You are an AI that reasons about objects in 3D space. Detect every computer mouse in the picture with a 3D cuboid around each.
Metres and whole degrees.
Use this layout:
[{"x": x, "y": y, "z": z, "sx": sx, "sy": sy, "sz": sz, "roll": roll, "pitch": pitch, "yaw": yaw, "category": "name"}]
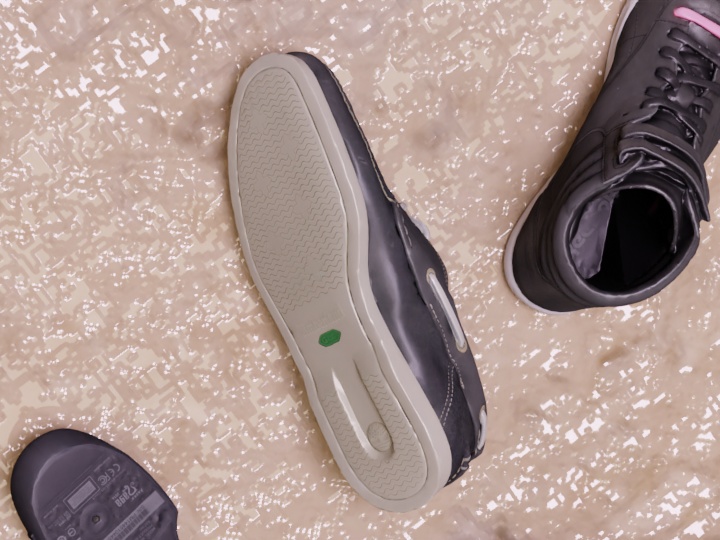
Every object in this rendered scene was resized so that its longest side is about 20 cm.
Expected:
[{"x": -0.089, "y": 0.151, "z": 0.983, "sx": 0.059, "sy": 0.034, "sz": 0.201, "roll": -40, "pitch": 110, "yaw": -20, "category": "computer mouse"}]

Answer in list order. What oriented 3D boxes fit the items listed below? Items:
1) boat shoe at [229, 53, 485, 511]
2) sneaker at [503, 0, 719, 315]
[{"x": 0.000, "y": 0.000, "z": 0.958, "sx": 0.067, "sy": 0.072, "sz": 0.201, "roll": -27, "pitch": 99, "yaw": -47, "category": "boat shoe"}, {"x": 0.136, "y": -0.064, "z": 0.954, "sx": 0.070, "sy": 0.099, "sz": 0.201, "roll": 30, "pitch": 91, "yaw": -12, "category": "sneaker"}]
